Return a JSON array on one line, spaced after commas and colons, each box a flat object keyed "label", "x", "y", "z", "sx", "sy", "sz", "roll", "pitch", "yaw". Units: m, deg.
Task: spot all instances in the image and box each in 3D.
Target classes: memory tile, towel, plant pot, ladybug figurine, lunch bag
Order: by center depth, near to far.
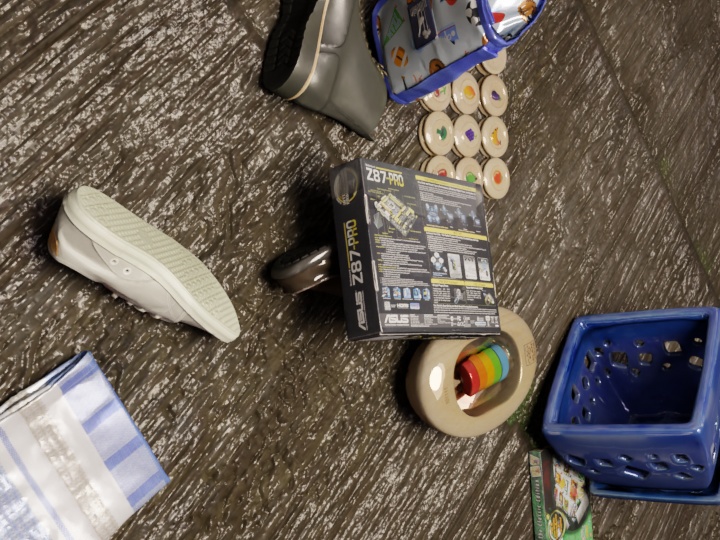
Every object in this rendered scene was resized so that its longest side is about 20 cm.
[{"label": "towel", "x": -0.255, "y": 0.175, "z": 0.631, "sx": 0.199, "sy": 0.024, "sz": 0.149, "roll": -39, "pitch": 114, "yaw": -34}, {"label": "lunch bag", "x": 0.102, "y": -0.283, "z": 0.835, "sx": 0.123, "sy": 0.169, "sz": 0.203, "roll": 26, "pitch": 67, "yaw": -28}, {"label": "ladybug figurine", "x": 0.123, "y": 0.111, "z": 0.921, "sx": 0.198, "sy": 0.071, "sz": 0.139, "roll": -14, "pitch": 97, "yaw": -39}, {"label": "memory tile", "x": 0.125, "y": -0.185, "z": 0.966, "sx": 0.151, "sy": 0.017, "sz": 0.204, "roll": -3, "pitch": 91, "yaw": -40}, {"label": "plant pot", "x": 0.367, "y": 0.182, "z": 1.037, "sx": 0.181, "sy": 0.197, "sz": 0.201, "roll": 57, "pitch": 44, "yaw": -31}]

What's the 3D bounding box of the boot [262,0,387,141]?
[{"label": "boot", "x": -0.011, "y": -0.246, "z": 0.825, "sx": 0.137, "sy": 0.077, "sz": 0.203, "roll": 24, "pitch": 85, "yaw": -42}]

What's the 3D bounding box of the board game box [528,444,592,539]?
[{"label": "board game box", "x": 0.266, "y": 0.327, "z": 1.070, "sx": 0.104, "sy": 0.023, "sz": 0.204, "roll": -5, "pitch": 91, "yaw": -43}]

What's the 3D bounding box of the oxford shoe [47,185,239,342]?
[{"label": "oxford shoe", "x": -0.178, "y": 0.005, "z": 0.683, "sx": 0.058, "sy": 0.076, "sz": 0.200, "roll": -39, "pitch": 132, "yaw": 12}]

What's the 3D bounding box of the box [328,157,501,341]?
[{"label": "box", "x": 0.059, "y": -0.014, "z": 0.799, "sx": 0.198, "sy": 0.049, "sz": 0.165, "roll": 3, "pitch": 78, "yaw": -48}]

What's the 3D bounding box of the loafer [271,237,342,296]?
[{"label": "loafer", "x": 0.000, "y": 0.000, "z": 0.817, "sx": 0.198, "sy": 0.072, "sz": 0.073, "roll": -14, "pitch": 96, "yaw": -40}]
